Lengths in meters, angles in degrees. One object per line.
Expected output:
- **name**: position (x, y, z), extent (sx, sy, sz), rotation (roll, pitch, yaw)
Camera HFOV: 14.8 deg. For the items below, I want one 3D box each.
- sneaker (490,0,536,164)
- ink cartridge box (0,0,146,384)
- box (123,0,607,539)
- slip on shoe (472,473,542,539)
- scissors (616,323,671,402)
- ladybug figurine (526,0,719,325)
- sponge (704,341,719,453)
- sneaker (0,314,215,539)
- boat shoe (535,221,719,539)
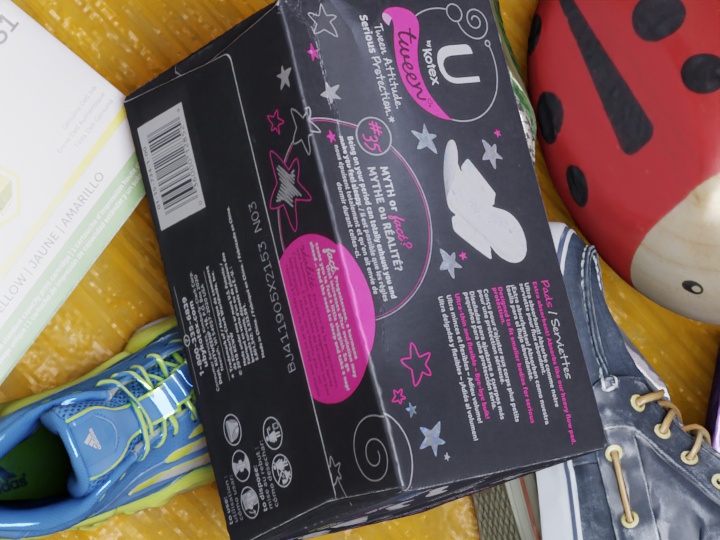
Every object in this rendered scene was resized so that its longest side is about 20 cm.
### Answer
- **sneaker**: position (0.044, -0.098, 1.212), extent (0.076, 0.089, 0.201), rotation (-13, 79, -18)
- **ink cartridge box**: position (-0.197, -0.060, 1.171), extent (0.200, 0.048, 0.146), rotation (40, 79, -16)
- **box**: position (0.000, 0.000, 1.144), extent (0.114, 0.132, 0.201), rotation (-7, 79, -37)
- **slip on shoe**: position (0.088, 0.114, 1.248), extent (0.061, 0.074, 0.201), rotation (-12, 88, -20)
- **scissors**: position (0.067, -0.014, 1.252), extent (0.073, 0.014, 0.201), rotation (-25, 85, -22)
- **ladybug figurine**: position (0.132, -0.068, 1.210), extent (0.072, 0.136, 0.201), rotation (12, 41, -48)
- **sponge**: position (0.162, 0.124, 1.248), extent (0.030, 0.112, 0.201), rotation (10, 86, 5)
- **sneaker**: position (-0.095, 0.071, 1.170), extent (0.199, 0.105, 0.076), rotation (-26, 97, -16)
- **boat shoe**: position (0.121, 0.075, 1.177), extent (0.090, 0.071, 0.202), rotation (-8, 85, 16)
